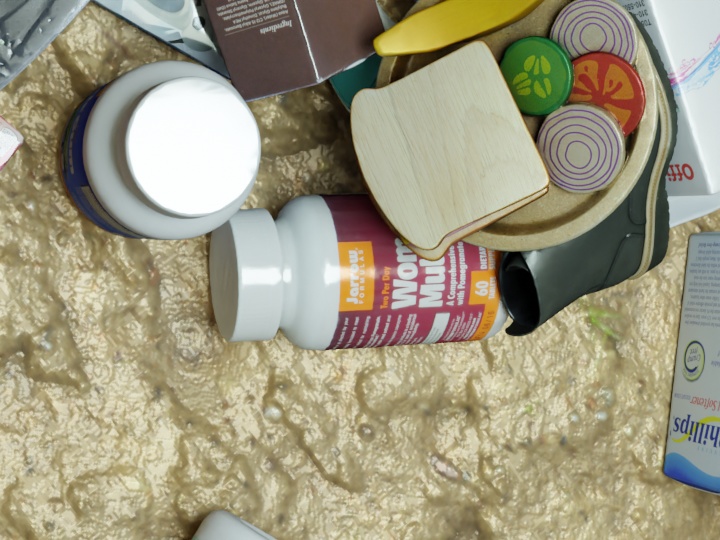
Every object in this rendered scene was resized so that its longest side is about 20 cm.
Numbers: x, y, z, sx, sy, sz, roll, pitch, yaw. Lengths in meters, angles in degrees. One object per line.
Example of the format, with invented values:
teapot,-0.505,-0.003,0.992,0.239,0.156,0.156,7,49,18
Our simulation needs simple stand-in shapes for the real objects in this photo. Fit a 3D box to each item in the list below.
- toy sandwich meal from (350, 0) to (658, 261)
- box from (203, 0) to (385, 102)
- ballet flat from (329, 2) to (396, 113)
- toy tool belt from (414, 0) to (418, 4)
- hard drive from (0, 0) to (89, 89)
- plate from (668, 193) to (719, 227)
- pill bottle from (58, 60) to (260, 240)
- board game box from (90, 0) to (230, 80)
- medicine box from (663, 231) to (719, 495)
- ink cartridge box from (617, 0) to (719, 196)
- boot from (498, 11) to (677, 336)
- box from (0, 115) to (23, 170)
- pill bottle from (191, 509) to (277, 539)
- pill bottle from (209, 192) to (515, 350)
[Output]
toy sandwich meal,0.087,-0.100,0.938,0.204,0.070,0.207,2,98,14
box,-0.059,-0.220,0.951,0.100,0.075,0.201,-36,111,-55
ballet flat,0.028,-0.124,1.058,0.069,0.070,0.201,-19,64,-17
toy tool belt,0.083,-0.181,1.026,0.123,0.124,0.201,-31,116,-57
hard drive,-0.217,-0.231,0.959,0.135,0.042,0.200,40,92,-13
plate,0.172,-0.113,1.143,0.199,0.032,0.201,-21,98,-17
pill bottle,-0.128,-0.076,0.955,0.111,0.200,0.113,0,91,-18
board game box,-0.113,-0.259,1.015,0.198,0.043,0.201,29,94,-14
medicine box,0.352,0.079,1.172,0.181,0.103,0.202,7,89,-18
ink cartridge box,0.218,-0.157,1.064,0.084,0.145,0.201,-22,98,-16
boot,0.144,-0.062,1.001,0.138,0.077,0.201,-29,119,-32
box,-0.323,-0.110,0.943,0.200,0.100,0.096,41,79,-16
pill bottle,-0.106,0.276,1.020,0.110,0.111,0.201,33,82,-16
pill bottle,0.000,0.000,1.048,0.199,0.109,0.110,-3,92,-19
